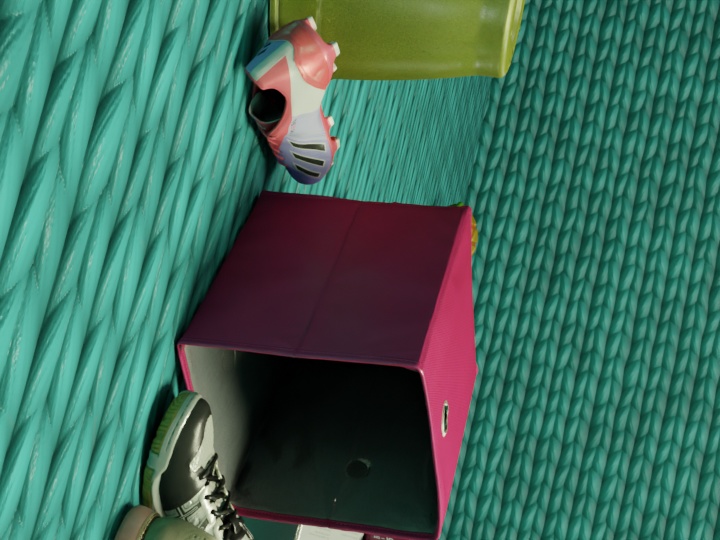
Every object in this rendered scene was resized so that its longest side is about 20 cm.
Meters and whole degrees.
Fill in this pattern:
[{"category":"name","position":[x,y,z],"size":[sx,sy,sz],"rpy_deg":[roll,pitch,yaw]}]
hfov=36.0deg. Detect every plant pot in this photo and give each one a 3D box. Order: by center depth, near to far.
[{"category":"plant pot","position":[0.044,-0.244,0.938],"size":[0.200,0.190,0.203],"rpy_deg":[13,90,-81]}]

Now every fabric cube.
[{"category":"fabric cube","position":[-0.012,0.075,0.925],"size":[0.200,0.197,0.198],"rpy_deg":[-67,156,-49]}]

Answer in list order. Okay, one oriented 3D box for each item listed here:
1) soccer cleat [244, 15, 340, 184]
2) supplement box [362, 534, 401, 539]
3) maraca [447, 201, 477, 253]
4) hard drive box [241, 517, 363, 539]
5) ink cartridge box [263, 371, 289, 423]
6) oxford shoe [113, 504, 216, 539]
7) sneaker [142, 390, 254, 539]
[{"category":"soccer cleat","position":[-0.060,-0.126,0.910],"size":[0.076,0.067,0.201],"rpy_deg":[-35,162,-19]},{"category":"supplement box","position":[0.027,0.359,1.267],"size":[0.201,0.085,0.111],"rpy_deg":[-97,-152,-59]},{"category":"maraca","position":[0.192,-0.050,2.358],"size":[0.137,0.106,0.202],"rpy_deg":[-51,153,-53]},{"category":"hard drive box","position":[-0.063,0.290,1.198],"size":[0.156,0.076,0.203],"rpy_deg":[38,62,-58]},{"category":"ink cartridge box","position":[-0.029,0.121,1.115],"size":[0.201,0.143,0.085],"rpy_deg":[-66,166,-52]},{"category":"oxford shoe","position":[-0.152,0.273,0.777],"size":[0.071,0.073,0.203],"rpy_deg":[10,92,-81]},{"category":"sneaker","position":[-0.117,0.187,0.846],"size":[0.076,0.086,0.203],"rpy_deg":[-52,151,-65]}]
